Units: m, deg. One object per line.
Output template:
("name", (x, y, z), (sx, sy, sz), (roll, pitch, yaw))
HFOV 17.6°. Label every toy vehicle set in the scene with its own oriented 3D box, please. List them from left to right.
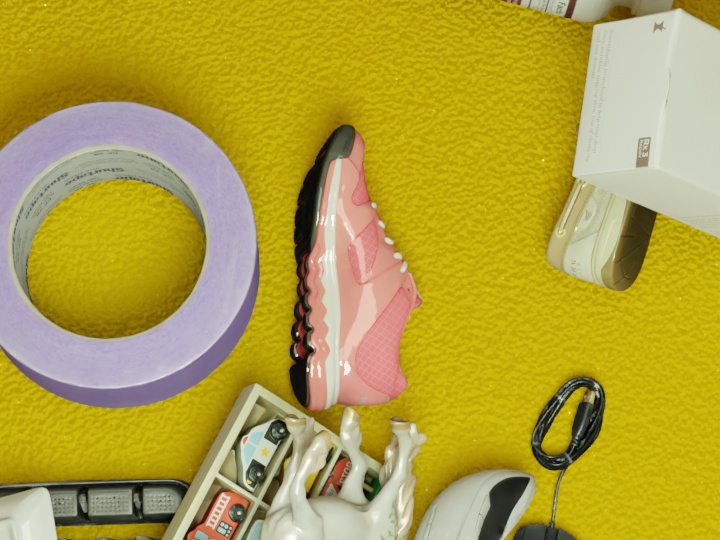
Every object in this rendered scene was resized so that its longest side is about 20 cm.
("toy vehicle set", (-0.069, 0.193, 1.553), (0.124, 0.027, 0.200), (33, 70, -15))

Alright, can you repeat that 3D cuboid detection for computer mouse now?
("computer mouse", (0.049, 0.189, 1.532), (0.044, 0.110, 0.200), (48, 45, -9))
("computer mouse", (0.134, 0.168, 1.594), (0.058, 0.034, 0.201), (11, 77, 2))

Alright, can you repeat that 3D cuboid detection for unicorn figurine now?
("unicorn figurine", (-0.034, 0.161, 1.510), (0.200, 0.074, 0.138), (3, 103, -33))

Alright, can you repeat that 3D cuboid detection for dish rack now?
("dish rack", (-0.184, 0.239, 1.564), (0.153, 0.055, 0.201), (-2, 80, 0))

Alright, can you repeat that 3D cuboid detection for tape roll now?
("tape roll", (-0.169, -0.010, 1.602), (0.199, 0.085, 0.201), (0, 77, -2))

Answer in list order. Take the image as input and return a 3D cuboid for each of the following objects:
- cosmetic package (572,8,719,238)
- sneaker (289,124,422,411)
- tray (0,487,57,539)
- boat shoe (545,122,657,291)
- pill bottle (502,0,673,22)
("cosmetic package", (0.242, -0.090, 1.573), (0.200, 0.081, 0.113), (21, 74, -37))
("sneaker", (0.000, 0.000, 1.620), (0.087, 0.074, 0.201), (5, 81, -14))
("tray", (-0.289, 0.217, 1.544), (0.200, 0.022, 0.108), (-17, 77, 18))
("boat shoe", (0.182, -0.085, 1.631), (0.066, 0.074, 0.200), (11, 69, 27))
("pill bottle", (0.129, -0.241, 1.642), (0.199, 0.113, 0.113), (15, 78, 2))
